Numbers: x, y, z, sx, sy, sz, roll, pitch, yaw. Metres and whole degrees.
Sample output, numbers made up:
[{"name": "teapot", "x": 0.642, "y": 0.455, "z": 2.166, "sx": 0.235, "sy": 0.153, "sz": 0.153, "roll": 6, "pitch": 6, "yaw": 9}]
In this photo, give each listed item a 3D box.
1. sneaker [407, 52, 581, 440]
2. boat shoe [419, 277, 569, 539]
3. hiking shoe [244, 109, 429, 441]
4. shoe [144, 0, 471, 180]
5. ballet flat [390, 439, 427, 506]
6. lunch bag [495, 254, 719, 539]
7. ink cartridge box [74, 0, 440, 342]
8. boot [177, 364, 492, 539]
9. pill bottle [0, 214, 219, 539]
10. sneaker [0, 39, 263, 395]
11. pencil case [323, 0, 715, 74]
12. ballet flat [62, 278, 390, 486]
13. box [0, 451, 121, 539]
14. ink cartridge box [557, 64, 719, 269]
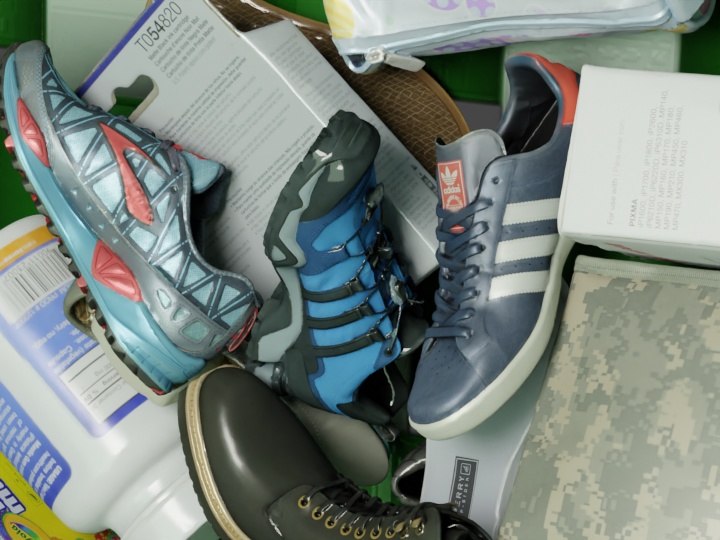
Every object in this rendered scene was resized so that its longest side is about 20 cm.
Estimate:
[{"name": "sneaker", "x": 0.059, "y": -0.017, "z": 1.238, "sx": 0.084, "sy": 0.201, "sz": 0.075, "roll": 39, "pitch": 155, "yaw": -29}, {"name": "boat shoe", "x": 0.070, "y": 0.095, "z": 1.300, "sx": 0.068, "sy": 0.056, "sz": 0.202, "roll": 15, "pitch": 91, "yaw": 30}, {"name": "hiking shoe", "x": 0.000, "y": 0.000, "z": 1.260, "sx": 0.086, "sy": 0.075, "sz": 0.201, "roll": 24, "pitch": 144, "yaw": 11}, {"name": "shoe", "x": -0.025, "y": -0.097, "z": 1.366, "sx": 0.199, "sy": 0.053, "sz": 0.070, "roll": 31, "pitch": 73, "yaw": 12}, {"name": "ballet flat", "x": 0.110, "y": 0.121, "z": 1.334, "sx": 0.198, "sy": 0.057, "sz": 0.067, "roll": 1, "pitch": 102, "yaw": 28}, {"name": "lunch bag", "x": 0.186, "y": 0.091, "z": 1.211, "sx": 0.199, "sy": 0.117, "sz": 0.165, "roll": 6, "pitch": 71, "yaw": 36}, {"name": "ink cartridge box", "x": -0.064, "y": -0.043, "z": 1.349, "sx": 0.200, "sy": 0.041, "sz": 0.199, "roll": 47, "pitch": 137, "yaw": -3}, {"name": "boot", "x": 0.000, "y": 0.115, "z": 1.239, "sx": 0.201, "sy": 0.077, "sz": 0.138, "roll": 57, "pitch": 141, "yaw": 6}, {"name": "pill bottle", "x": -0.151, "y": 0.076, "z": 1.431, "sx": 0.200, "sy": 0.112, "sz": 0.112, "roll": 48, "pitch": 118, "yaw": 10}, {"name": "sneaker", "x": -0.117, "y": -0.040, "z": 1.321, "sx": 0.095, "sy": 0.079, "sz": 0.201, "roll": -29, "pitch": 82, "yaw": -1}, {"name": "pencil case", "x": 0.078, "y": -0.150, "z": 1.271, "sx": 0.198, "sy": 0.091, "sz": 0.084, "roll": -6, "pitch": 127, "yaw": 27}, {"name": "ballet flat", "x": -0.077, "y": 0.065, "z": 1.364, "sx": 0.199, "sy": 0.064, "sz": 0.068, "roll": 37, "pitch": 137, "yaw": 8}, {"name": "box", "x": -0.267, "y": 0.151, "z": 1.503, "sx": 0.200, "sy": 0.122, "sz": 0.193, "roll": 47, "pitch": 119, "yaw": 11}, {"name": "ink cartridge box", "x": 0.212, "y": -0.039, "z": 1.189, "sx": 0.199, "sy": 0.147, "sz": 0.086, "roll": 8, "pitch": 88, "yaw": 26}]
